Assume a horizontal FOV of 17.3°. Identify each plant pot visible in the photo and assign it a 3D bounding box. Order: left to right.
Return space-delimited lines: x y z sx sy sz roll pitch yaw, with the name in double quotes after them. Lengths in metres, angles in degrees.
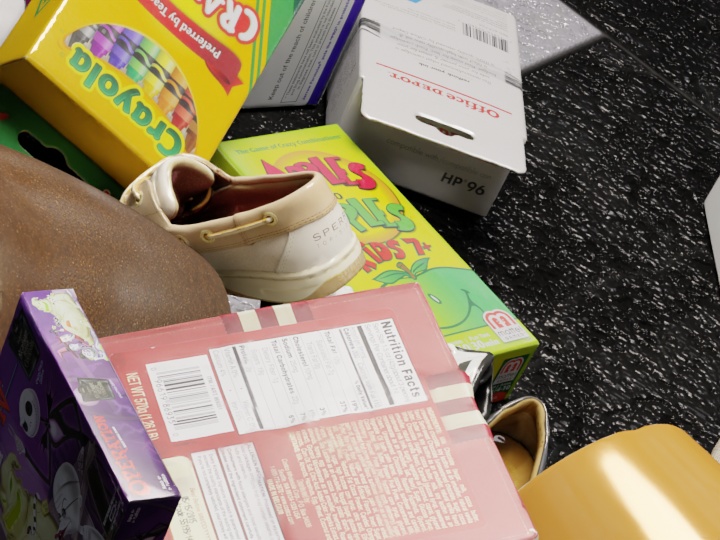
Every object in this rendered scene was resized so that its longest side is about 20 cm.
-0.162 0.027 1.139 0.200 0.187 0.187 7 36 -50 "plant pot"
0.146 0.179 1.081 0.200 0.200 0.183 -7 54 -39 "plant pot"

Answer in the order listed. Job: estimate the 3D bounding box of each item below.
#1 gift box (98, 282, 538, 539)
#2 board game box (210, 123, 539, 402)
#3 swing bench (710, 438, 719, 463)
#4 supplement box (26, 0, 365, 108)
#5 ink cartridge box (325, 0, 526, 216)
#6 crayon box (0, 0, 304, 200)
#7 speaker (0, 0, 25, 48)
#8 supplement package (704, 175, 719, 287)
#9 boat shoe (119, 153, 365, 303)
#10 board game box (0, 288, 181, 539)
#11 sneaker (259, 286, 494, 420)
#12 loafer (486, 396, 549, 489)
-0.045 0.132 1.058 0.199 0.187 0.185 -7 45 -12 "gift box"
0.000 0.000 1.372 0.101 0.048 0.200 -12 50 -43 "board game box"
0.274 0.130 1.235 0.200 0.130 0.199 33 76 12 "swing bench"
-0.112 -0.166 1.468 0.200 0.104 0.101 -8 48 -37 "supplement box"
0.040 -0.109 1.517 0.116 0.068 0.200 19 32 -11 "ink cartridge box"
-0.123 -0.127 1.336 0.127 0.051 0.200 41 62 -26 "crayon box"
-0.290 -0.160 1.305 0.200 0.081 0.081 23 31 -34 "speaker"
0.354 -0.028 1.551 0.199 0.151 0.152 18 35 -13 "supplement package"
-0.090 -0.029 1.253 0.199 0.069 0.074 1 30 31 "boat shoe"
-0.136 0.121 0.989 0.032 0.200 0.120 -1 42 -30 "board game box"
0.008 0.052 1.255 0.115 0.076 0.201 0 33 -11 "sneaker"
0.049 0.134 1.208 0.073 0.072 0.200 27 35 -1 "loafer"
